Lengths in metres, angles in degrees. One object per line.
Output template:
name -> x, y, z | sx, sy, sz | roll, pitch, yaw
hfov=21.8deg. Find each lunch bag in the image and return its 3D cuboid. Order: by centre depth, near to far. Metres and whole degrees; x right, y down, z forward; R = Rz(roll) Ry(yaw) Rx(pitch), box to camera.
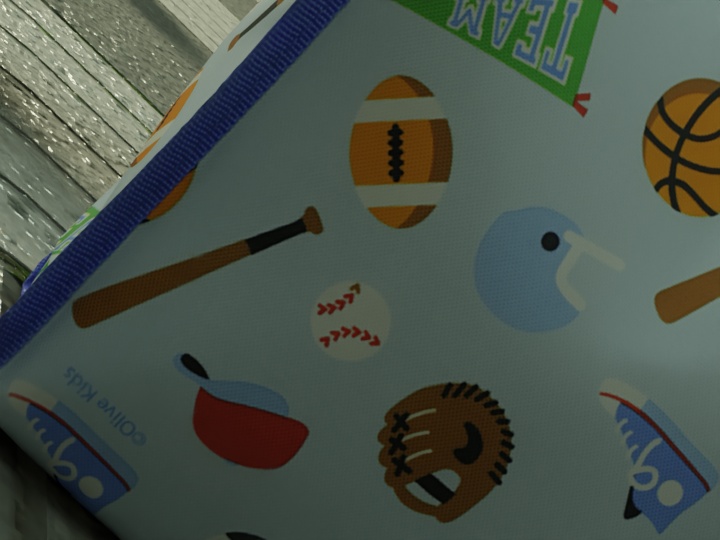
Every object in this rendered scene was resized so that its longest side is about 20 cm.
lunch bag -> 0.044, -0.004, 0.406 | 0.170, 0.200, 0.124 | 42, 7, -9
